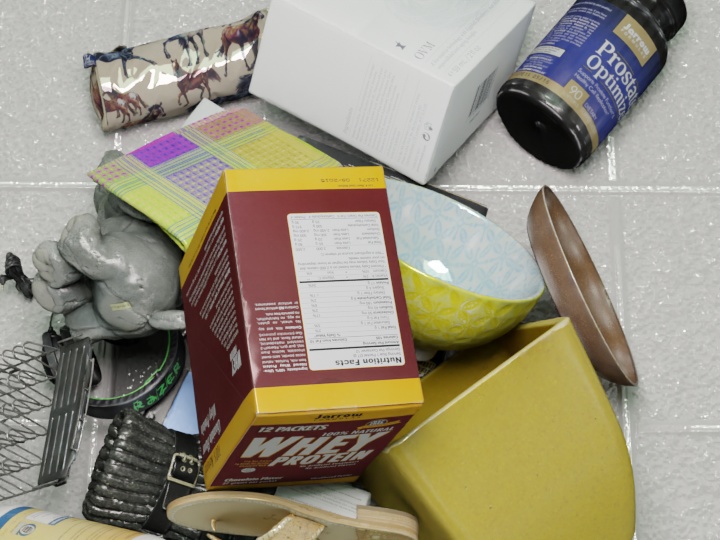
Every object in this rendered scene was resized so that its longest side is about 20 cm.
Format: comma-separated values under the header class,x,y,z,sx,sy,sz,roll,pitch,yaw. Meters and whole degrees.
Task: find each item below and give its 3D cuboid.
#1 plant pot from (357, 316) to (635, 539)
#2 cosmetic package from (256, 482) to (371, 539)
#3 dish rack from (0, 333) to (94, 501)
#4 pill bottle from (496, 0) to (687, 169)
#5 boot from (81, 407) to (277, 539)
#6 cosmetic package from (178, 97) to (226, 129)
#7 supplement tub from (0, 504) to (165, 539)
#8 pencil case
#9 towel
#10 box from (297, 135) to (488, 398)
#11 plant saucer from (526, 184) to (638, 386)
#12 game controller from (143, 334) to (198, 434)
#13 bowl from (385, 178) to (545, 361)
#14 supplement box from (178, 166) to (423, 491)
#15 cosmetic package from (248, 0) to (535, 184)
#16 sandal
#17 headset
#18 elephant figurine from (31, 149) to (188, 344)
class,x,y,z,sx,sy,sz,roll,pitch,yaw
plant pot,0.124,0.179,1.545,0.194,0.195,0.201,-34,96,-15
cosmetic package,-0.062,0.284,1.541,0.084,0.108,0.201,18,68,8
dish rack,-0.313,0.134,1.584,0.199,0.054,0.154,-19,57,42
pill bottle,0.233,-0.206,1.767,0.112,0.112,0.200,35,70,16
boot,-0.142,0.150,1.582,0.157,0.079,0.212,25,67,-7
cosmetic package,-0.114,-0.055,1.732,0.199,0.052,0.151,31,71,13
supplement tub,-0.231,0.284,1.498,0.199,0.145,0.145,9,64,22
pencil case,-0.175,-0.204,1.787,0.199,0.078,0.090,-15,74,-6
towel,-0.126,-0.085,1.597,0.143,0.023,0.200,33,43,31
box,0.000,0.000,1.668,0.199,0.050,0.200,20,72,-9
plant saucer,0.198,0.019,1.625,0.032,0.200,0.201,-26,65,12
game controller,-0.152,0.154,1.638,0.104,0.042,0.201,20,67,9
bowl,0.052,0.014,1.586,0.199,0.108,0.200,21,24,-10
supplement box,-0.054,0.050,1.432,0.132,0.197,0.201,-2,67,-18
cosmetic package,0.032,-0.217,1.728,0.199,0.123,0.199,27,40,13
sandal,-0.057,0.231,1.465,0.210,0.078,0.070,5,59,-4
headset,-0.254,0.053,1.657,0.200,0.094,0.124,32,68,32
elephant figurine,-0.197,-0.032,1.621,0.155,0.141,0.200,49,43,-9
